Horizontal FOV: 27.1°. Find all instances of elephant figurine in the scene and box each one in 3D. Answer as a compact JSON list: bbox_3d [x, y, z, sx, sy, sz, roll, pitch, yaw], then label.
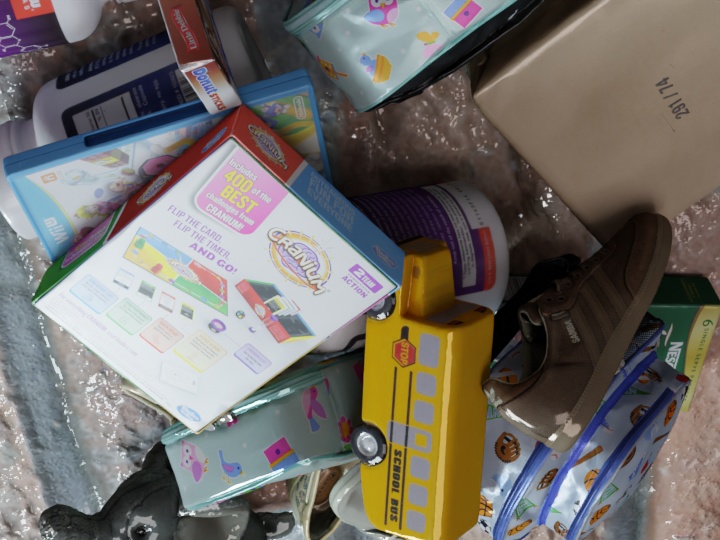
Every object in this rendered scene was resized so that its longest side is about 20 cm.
[{"bbox_3d":[-0.155,0.211,1.239,0.141,0.155,0.200,2,137,15],"label":"elephant figurine"}]

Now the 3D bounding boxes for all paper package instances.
[{"bbox_3d":[0.195,-0.141,1.081,0.190,0.104,0.200,-37,124,15],"label":"paper package"}]

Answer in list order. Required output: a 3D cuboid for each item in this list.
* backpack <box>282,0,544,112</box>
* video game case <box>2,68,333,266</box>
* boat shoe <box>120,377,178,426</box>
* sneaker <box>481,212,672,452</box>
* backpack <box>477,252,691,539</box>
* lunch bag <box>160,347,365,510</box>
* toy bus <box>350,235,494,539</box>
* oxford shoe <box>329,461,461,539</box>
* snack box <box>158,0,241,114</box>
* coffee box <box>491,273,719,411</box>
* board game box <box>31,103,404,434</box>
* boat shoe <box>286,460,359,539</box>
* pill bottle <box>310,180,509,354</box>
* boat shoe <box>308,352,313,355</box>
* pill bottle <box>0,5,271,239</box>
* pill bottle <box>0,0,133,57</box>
[{"bbox_3d":[0.038,-0.204,0.964,0.153,0.176,0.200,41,109,-14],"label":"backpack"},{"bbox_3d":[-0.120,-0.059,0.992,0.199,0.018,0.143,-17,151,-3],"label":"video game case"},{"bbox_3d":[-0.125,0.121,1.207,0.071,0.063,0.200,8,148,34],"label":"boat shoe"},{"bbox_3d":[0.153,0.026,1.039,0.075,0.200,0.070,30,151,-1],"label":"sneaker"},{"bbox_3d":[0.144,0.120,1.131,0.190,0.154,0.200,-29,143,-36],"label":"backpack"},{"bbox_3d":[-0.048,0.115,1.128,0.160,0.077,0.200,-21,174,37],"label":"lunch bag"},{"bbox_3d":[0.044,0.082,1.031,0.078,0.065,0.201,13,109,32],"label":"toy bus"},{"bbox_3d":[0.037,0.210,1.287,0.075,0.058,0.200,-42,146,3],"label":"oxford shoe"},{"bbox_3d":[-0.119,-0.198,0.917,0.024,0.201,0.072,-19,163,3],"label":"snack box"},{"bbox_3d":[0.195,0.063,1.261,0.199,0.044,0.123,2,125,-12],"label":"coffee box"},{"bbox_3d":[-0.094,0.005,0.983,0.200,0.040,0.153,-36,115,27],"label":"board game box"},{"bbox_3d":[0.000,0.146,1.272,0.073,0.063,0.200,15,121,-20],"label":"boat shoe"},{"bbox_3d":[0.000,0.000,1.105,0.199,0.111,0.112,-10,129,-28],"label":"pill bottle"},{"bbox_3d":[-0.113,0.024,1.161,0.199,0.072,0.065,13,143,-10],"label":"boat shoe"},{"bbox_3d":[-0.158,-0.096,1.040,0.199,0.111,0.111,-22,126,6],"label":"pill bottle"},{"bbox_3d":[-0.242,-0.191,0.954,0.199,0.113,0.113,-13,127,-1],"label":"pill bottle"}]
